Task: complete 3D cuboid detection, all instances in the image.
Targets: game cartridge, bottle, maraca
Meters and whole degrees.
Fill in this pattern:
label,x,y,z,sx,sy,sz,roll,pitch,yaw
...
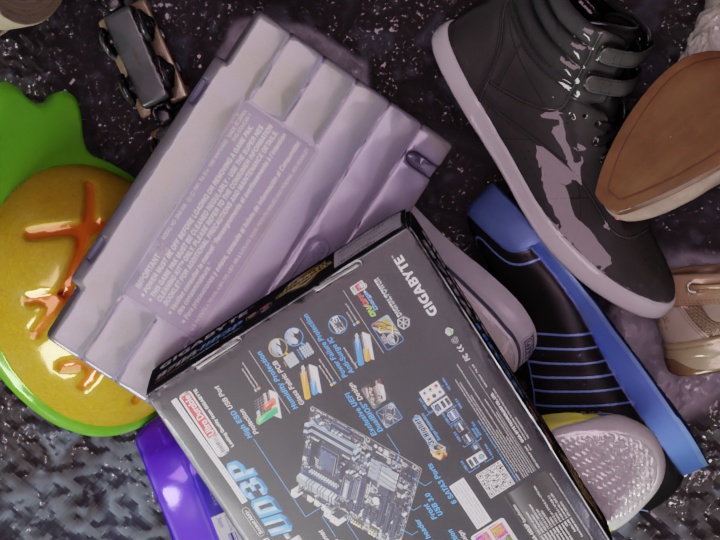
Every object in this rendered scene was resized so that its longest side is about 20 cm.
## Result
label,x,y,z,sx,sy,sz,roll,pitch,yaw
game cartridge,-0.059,-0.018,1.121,0.129,0.038,0.201,34,90,-7
bottle,-0.022,0.088,1.202,0.198,0.065,0.084,-22,128,-6
maraca,-0.159,-0.005,1.174,0.137,0.107,0.201,-43,111,-34

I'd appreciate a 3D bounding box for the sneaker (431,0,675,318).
label,x,y,z,sx,sy,sz,roll,pitch,yaw
sneaker,0.129,-0.074,1.164,0.099,0.071,0.201,-37,85,33

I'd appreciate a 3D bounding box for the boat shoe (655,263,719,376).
label,x,y,z,sx,sy,sz,roll,pitch,yaw
boat shoe,0.260,0.004,1.198,0.198,0.071,0.065,-15,95,3

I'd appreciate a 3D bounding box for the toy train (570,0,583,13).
label,x,y,z,sx,sy,sz,roll,pitch,yaw
toy train,0.117,-0.233,1.199,0.045,0.034,0.202,-8,95,-2

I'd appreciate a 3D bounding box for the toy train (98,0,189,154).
label,x,y,z,sx,sy,sz,roll,pitch,yaw
toy train,-0.118,-0.113,1.194,0.034,0.046,0.201,-26,88,9

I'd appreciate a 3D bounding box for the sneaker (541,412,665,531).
label,x,y,z,sx,sy,sz,roll,pitch,yaw
sneaker,0.074,0.114,1.181,0.198,0.105,0.076,-21,102,19

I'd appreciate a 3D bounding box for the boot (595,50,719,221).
label,x,y,z,sx,sy,sz,roll,pitch,yaw
boot,0.227,-0.073,1.161,0.200,0.146,0.070,-41,54,4

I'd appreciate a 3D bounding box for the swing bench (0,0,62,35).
label,x,y,z,sx,sy,sz,roll,pitch,yaw
swing bench,-0.264,-0.211,1.138,0.197,0.130,0.202,-6,96,16

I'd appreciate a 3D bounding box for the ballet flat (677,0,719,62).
label,x,y,z,sx,sy,sz,roll,pitch,yaw
ballet flat,0.236,-0.157,1.197,0.200,0.072,0.072,-40,93,1

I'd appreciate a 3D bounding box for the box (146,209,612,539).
label,x,y,z,sx,sy,sz,roll,pitch,yaw
box,0.011,0.096,1.091,0.158,0.046,0.201,-32,100,8

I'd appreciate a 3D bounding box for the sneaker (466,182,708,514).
label,x,y,z,sx,sy,sz,roll,pitch,yaw
sneaker,0.108,0.050,1.204,0.078,0.070,0.201,-36,91,6

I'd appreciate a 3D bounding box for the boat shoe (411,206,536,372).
label,x,y,z,sx,sy,sz,roll,pitch,yaw
boat shoe,0.000,0.000,1.175,0.200,0.071,0.070,41,60,12
